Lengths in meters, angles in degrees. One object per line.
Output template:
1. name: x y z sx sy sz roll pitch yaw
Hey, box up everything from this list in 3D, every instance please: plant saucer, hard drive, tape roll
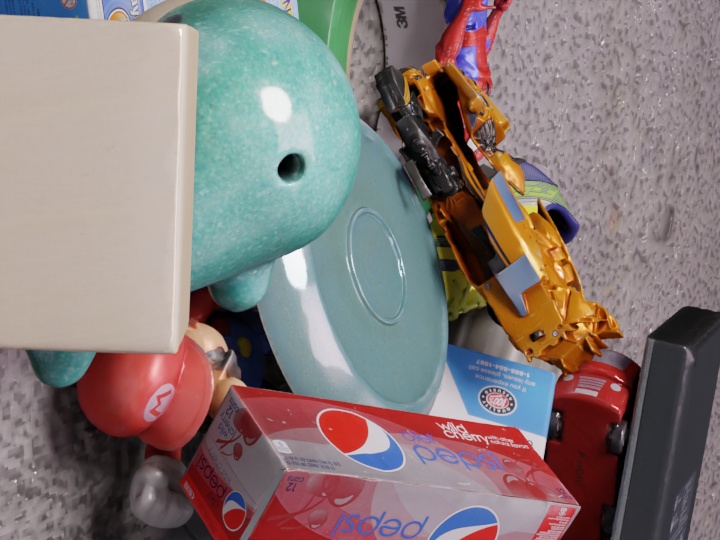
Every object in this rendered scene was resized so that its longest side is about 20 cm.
1. plant saucer: 0.000 0.000 1.150 0.200 0.027 0.202 41 41 -50
2. hard drive: 0.186 0.130 1.319 0.139 0.033 0.202 -21 121 -70
3. tape roll: 0.005 -0.122 1.305 0.200 0.048 0.203 -16 108 -62

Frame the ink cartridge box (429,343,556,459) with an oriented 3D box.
1. ink cartridge box: 0.022 0.142 1.216 0.084 0.144 0.201 111 -6 -56

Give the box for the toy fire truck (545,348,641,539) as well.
1. toy fire truck: 0.155 0.117 1.354 0.141 0.048 0.201 -59 154 -49

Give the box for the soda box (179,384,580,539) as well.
1. soda box: 0.012 0.113 1.085 0.199 0.070 0.064 12 117 -39

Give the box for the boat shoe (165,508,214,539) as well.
1. boat shoe: -0.052 0.178 1.070 0.062 0.072 0.200 62 -2 -27

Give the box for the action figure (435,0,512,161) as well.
1. action figure: 0.068 -0.166 1.323 0.065 0.051 0.202 -19 113 -66

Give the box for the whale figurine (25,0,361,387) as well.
1. whale figurine: -0.082 -0.033 0.970 0.200 0.103 0.160 -45 126 -15

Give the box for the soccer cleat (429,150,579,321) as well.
1. soccer cleat: 0.069 -0.001 1.325 0.200 0.084 0.065 -42 171 -41

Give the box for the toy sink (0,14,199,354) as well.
1. toy sink: -0.168 -0.039 0.878 0.112 0.198 0.132 -113 -155 -85

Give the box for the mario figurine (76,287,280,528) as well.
1. mario figurine: -0.070 0.061 1.116 0.200 0.105 0.125 0 73 -68

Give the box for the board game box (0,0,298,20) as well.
1. board game box: -0.100 -0.108 1.089 0.196 0.055 0.202 -38 127 -56

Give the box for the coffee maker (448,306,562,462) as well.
1. coffee maker: 0.078 0.136 1.397 0.201 0.134 0.193 -67 149 -31

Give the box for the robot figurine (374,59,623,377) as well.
1. robot figurine: 0.076 -0.037 1.240 0.201 0.058 0.145 63 12 15
